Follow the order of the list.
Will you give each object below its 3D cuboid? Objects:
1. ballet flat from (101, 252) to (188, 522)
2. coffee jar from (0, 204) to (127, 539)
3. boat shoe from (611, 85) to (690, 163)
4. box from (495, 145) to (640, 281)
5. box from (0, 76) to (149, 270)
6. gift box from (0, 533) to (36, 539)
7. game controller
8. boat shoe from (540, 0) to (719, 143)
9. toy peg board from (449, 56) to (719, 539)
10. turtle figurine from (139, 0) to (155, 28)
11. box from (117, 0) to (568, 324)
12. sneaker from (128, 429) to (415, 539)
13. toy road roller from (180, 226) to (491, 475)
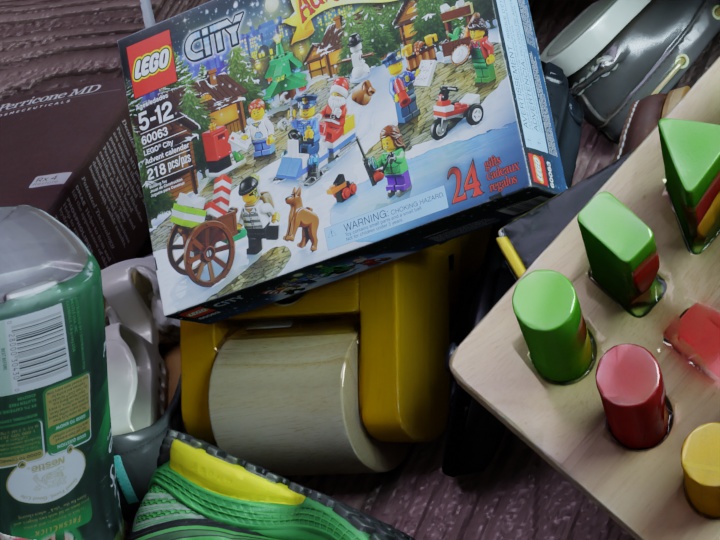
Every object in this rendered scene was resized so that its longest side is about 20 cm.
[{"bbox_3d":[-0.104,0.038,1.393,0.068,0.069,0.201,-21,38,14],"label":"ballet flat"},{"bbox_3d":[-0.158,0.078,1.283,0.085,0.201,0.104,-17,31,-25],"label":"coffee jar"},{"bbox_3d":[0.124,-0.006,1.280,0.070,0.071,0.201,-10,42,20],"label":"boat shoe"},{"bbox_3d":[0.181,0.004,1.181,0.199,0.049,0.160,-30,68,0],"label":"box"},{"bbox_3d":[-0.176,-0.021,1.474,0.100,0.075,0.200,-9,28,24],"label":"box"},{"bbox_3d":[-0.090,0.218,1.083,0.199,0.185,0.187,11,55,34],"label":"gift box"},{"bbox_3d":[0.066,-0.002,1.295,0.042,0.105,0.201,18,50,-3],"label":"game controller"},{"bbox_3d":[0.178,-0.146,1.414,0.201,0.061,0.072,-42,9,-15],"label":"boat shoe"},{"bbox_3d":[0.166,0.019,1.102,0.199,0.098,0.200,41,84,18],"label":"toy peg board"},{"bbox_3d":[-0.101,-0.259,1.614,0.200,0.194,0.144,-53,9,-35],"label":"turtle figurine"},{"bbox_3d":[-0.012,-0.069,1.253,0.199,0.038,0.138,-20,74,29],"label":"box"},{"bbox_3d":[-0.025,0.142,1.230,0.199,0.078,0.086,19,83,43],"label":"sneaker"},{"bbox_3d":[0.000,0.000,1.346,0.122,0.146,0.202,-4,82,33],"label":"toy road roller"}]
